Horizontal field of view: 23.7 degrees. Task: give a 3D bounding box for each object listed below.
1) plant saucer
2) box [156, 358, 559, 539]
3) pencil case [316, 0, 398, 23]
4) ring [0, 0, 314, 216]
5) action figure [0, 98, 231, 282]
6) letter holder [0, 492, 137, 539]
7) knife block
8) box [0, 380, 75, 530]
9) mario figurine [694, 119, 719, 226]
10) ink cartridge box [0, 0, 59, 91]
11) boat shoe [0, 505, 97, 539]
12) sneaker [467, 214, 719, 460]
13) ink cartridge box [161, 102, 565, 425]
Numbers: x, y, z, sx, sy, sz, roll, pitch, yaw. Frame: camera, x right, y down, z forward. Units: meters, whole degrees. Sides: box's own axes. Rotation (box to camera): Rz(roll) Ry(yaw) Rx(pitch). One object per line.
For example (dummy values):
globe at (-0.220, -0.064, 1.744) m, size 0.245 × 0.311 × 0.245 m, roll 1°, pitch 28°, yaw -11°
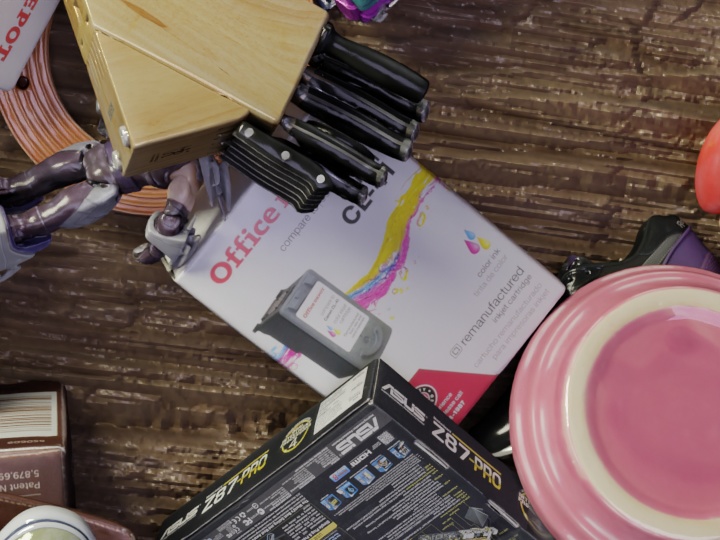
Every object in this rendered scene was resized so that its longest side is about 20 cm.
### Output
plant saucer at (0.189, 0.089, 1.012) m, size 0.200 × 0.051 × 0.201 m, roll 1°, pitch 72°, yaw -4°
box at (-0.004, 0.164, 1.039) m, size 0.161 × 0.049 × 0.200 m, roll 41°, pitch 119°, yaw -17°
pencil case at (0.060, -0.219, 1.020) m, size 0.199 × 0.085 × 0.093 m, roll -25°, pitch 86°, yaw -4°
ring at (-0.123, -0.133, 1.037) m, size 0.200 × 0.019 × 0.201 m, roll -1°, pitch 98°, yaw -9°
action figure at (-0.150, -0.054, 0.981) m, size 0.199 × 0.130 × 0.069 m, roll -22°, pitch 144°, yaw 0°
letter holder at (-0.215, 0.187, 0.861) m, size 0.199 × 0.101 × 0.143 m, roll 11°, pitch 95°, yaw -13°
knife block at (-0.058, -0.124, 0.920) m, size 0.175 × 0.064 × 0.201 m, roll -18°, pitch 84°, yaw -17°
box at (-0.244, 0.182, 0.991) m, size 0.164 × 0.166 × 0.201 m, roll -4°, pitch 99°, yaw -10°
mario figurine at (0.293, -0.026, 1.074) m, size 0.106 × 0.124 × 0.200 m, roll -39°, pitch 110°, yaw 24°
ink cartridge box at (-0.241, -0.201, 0.914) m, size 0.200 × 0.084 × 0.146 m, roll 23°, pitch 98°, yaw -56°
boat shoe at (-0.163, 0.210, 0.792) m, size 0.072 × 0.062 × 0.201 m, roll 16°, pitch 90°, yaw -13°
sneaker at (0.137, 0.040, 1.091) m, size 0.200 × 0.076 × 0.088 m, roll -35°, pitch 90°, yaw -8°
ink cartridge box at (0.000, 0.000, 1.037) m, size 0.200 × 0.086 × 0.148 m, roll 38°, pitch 92°, yaw -21°
